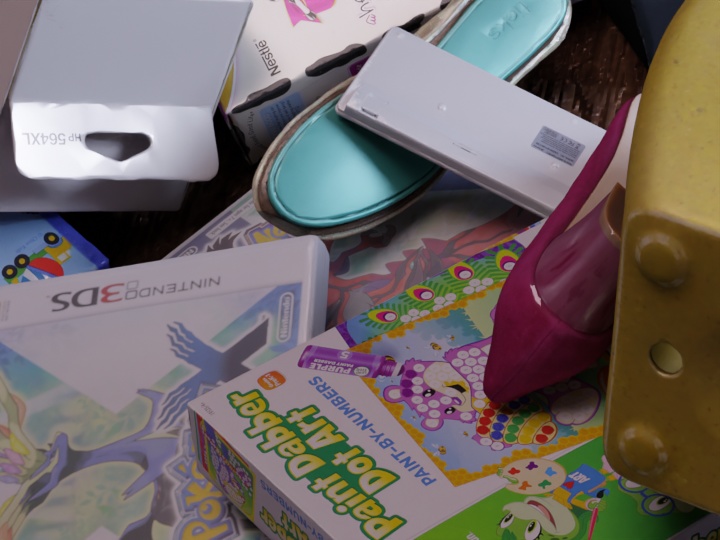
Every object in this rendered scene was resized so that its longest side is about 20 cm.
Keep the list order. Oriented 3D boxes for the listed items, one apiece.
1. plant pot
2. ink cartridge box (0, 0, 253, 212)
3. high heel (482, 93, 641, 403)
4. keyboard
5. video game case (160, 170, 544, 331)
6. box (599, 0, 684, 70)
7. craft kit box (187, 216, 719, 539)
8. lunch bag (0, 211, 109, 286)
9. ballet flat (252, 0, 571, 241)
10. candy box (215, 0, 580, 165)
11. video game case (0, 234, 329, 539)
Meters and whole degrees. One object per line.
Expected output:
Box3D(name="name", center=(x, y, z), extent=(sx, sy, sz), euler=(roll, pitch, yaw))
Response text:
Box3D(name="plant pot", center=(0.188, 0.001, 0.997), extent=(0.195, 0.195, 0.200), euler=(19, 36, 25))
Box3D(name="ink cartridge box", center=(-0.155, -0.121, 1.348), extent=(0.128, 0.126, 0.200), euler=(-3, 36, -39))
Box3D(name="high heel", center=(0.105, -0.014, 1.160), extent=(0.096, 0.067, 0.200), euler=(-49, -6, 28))
Box3D(name="keyboard", center=(0.087, -0.050, 1.244), extent=(0.199, 0.011, 0.056), euler=(28, 57, 13))
Box3D(name="video game case", center=(0.000, 0.000, 1.286), extent=(0.200, 0.023, 0.182), euler=(-39, 42, -19))
Box3D(name="box", center=(0.205, -0.197, 1.368), extent=(0.199, 0.079, 0.141), euler=(-23, 37, -2))
Box3D(name="craft kit box", center=(0.063, 0.075, 1.116), extent=(0.197, 0.049, 0.200), euler=(-29, 42, -23))
Box3D(name="lunch bag", center=(-0.228, 0.011, 1.350), extent=(0.150, 0.094, 0.200), euler=(-40, 54, -22))
Box3D(name="ballet flat", center=(0.025, -0.075, 1.303), extent=(0.200, 0.068, 0.062), euler=(-38, 1, -21))
Box3D(name="candy box", center=(-0.001, -0.162, 1.398), extent=(0.199, 0.061, 0.137), euler=(-27, 63, -1))
Box3D(name="video game case", center=(-0.106, 0.082, 1.211), extent=(0.181, 0.022, 0.201), euler=(-9, 54, 18))
